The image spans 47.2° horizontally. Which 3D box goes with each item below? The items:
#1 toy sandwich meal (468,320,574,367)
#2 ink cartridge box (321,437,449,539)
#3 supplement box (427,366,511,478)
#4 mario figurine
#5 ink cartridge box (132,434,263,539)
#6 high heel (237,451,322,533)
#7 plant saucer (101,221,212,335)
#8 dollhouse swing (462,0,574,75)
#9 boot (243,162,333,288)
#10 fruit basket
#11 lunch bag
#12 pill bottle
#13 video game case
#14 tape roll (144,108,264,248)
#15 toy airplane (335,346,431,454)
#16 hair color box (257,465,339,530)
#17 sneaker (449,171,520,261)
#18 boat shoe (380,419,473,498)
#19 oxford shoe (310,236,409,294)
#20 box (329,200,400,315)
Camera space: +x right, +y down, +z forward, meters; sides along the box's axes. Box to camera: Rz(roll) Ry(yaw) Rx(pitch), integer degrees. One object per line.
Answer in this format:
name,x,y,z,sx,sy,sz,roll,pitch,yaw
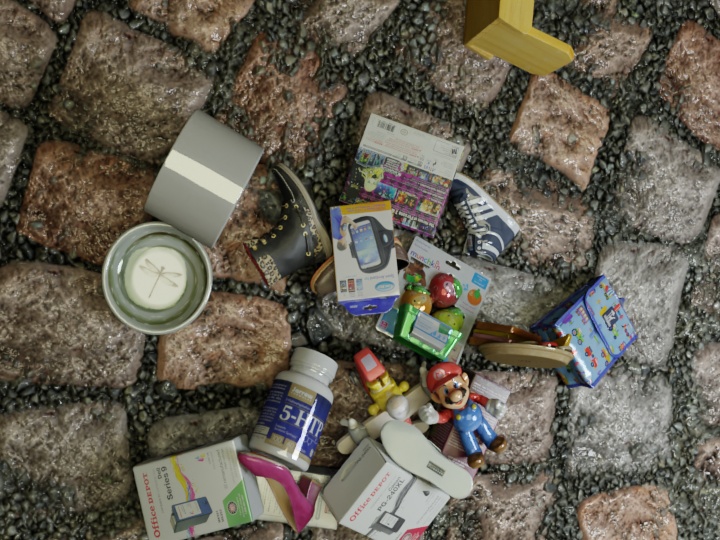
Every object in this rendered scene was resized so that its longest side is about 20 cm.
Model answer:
toy sandwich meal,0.313,0.139,1.581,0.200,0.205,0.072,10,77,-12
ink cartridge box,0.048,0.420,1.530,0.199,0.083,0.146,35,95,-36
supplement box,0.201,0.300,1.597,0.084,0.110,0.203,25,85,-11
mario figurine,0.185,0.257,1.483,0.123,0.105,0.202,-39,101,-40
ink cartridge box,-0.289,0.392,1.472,0.196,0.087,0.149,-15,84,8
high heel,-0.154,0.392,1.462,0.199,0.067,0.097,38,71,-40
plant saucer,-0.369,0.014,1.505,0.195,0.050,0.206,0,90,-12
dollhouse swing,0.310,-0.489,1.571,0.171,0.200,0.187,6,89,-11
boot,-0.152,-0.082,1.541,0.149,0.073,0.203,-30,103,-13
fruit basket,0.147,0.063,1.595,0.183,0.094,0.203,29,81,-11
lunch bag,0.470,0.119,1.678,0.199,0.094,0.152,-36,97,-22
pill bottle,-0.117,0.252,1.515,0.118,0.120,0.204,25,70,-11
video game case,0.080,-0.183,1.579,0.196,0.036,0.185,20,86,7
tape roll,-0.273,-0.159,1.448,0.137,0.202,0.206,29,84,-10
toy airplane,0.063,0.262,1.552,0.195,0.141,0.205,15,87,-12
hair color box,-0.135,0.418,1.552,0.195,0.061,0.102,11,88,-11
sneaker,0.215,-0.103,1.620,0.199,0.070,0.109,38,81,-13
boat shoe,0.114,0.344,1.496,0.199,0.064,0.071,39,80,-4
oxford shoe,0.000,0.000,1.561,0.197,0.073,0.072,-26,133,-10
box,0.009,-0.022,1.522,0.116,0.042,0.205,-6,77,1
